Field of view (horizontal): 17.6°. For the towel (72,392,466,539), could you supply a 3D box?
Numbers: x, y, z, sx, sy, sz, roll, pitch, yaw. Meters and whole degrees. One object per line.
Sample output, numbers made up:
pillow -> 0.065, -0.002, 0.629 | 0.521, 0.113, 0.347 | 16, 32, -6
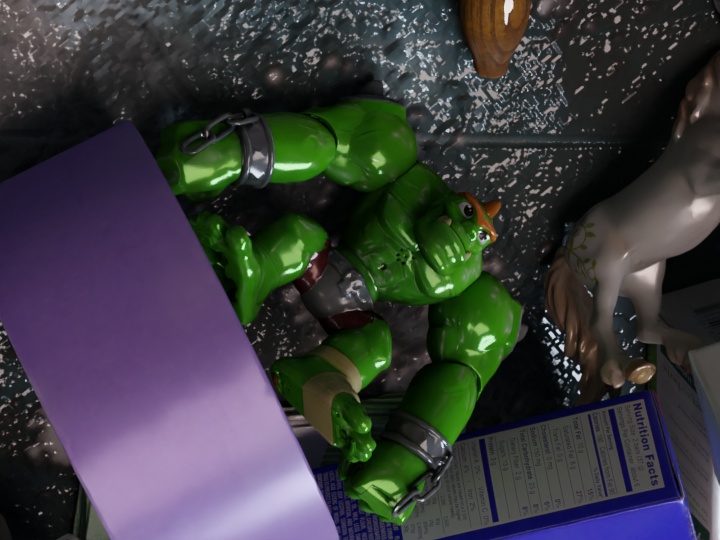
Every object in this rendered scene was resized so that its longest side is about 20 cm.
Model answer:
towel -> -0.048, 0.131, 1.175 | 0.199, 0.023, 0.153 | -4, 124, -23

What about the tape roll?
tape roll -> -0.090, 0.044, 0.982 | 0.085, 0.200, 0.200 | -28, 129, -6

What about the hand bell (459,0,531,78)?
hand bell -> 0.062, -0.163, 1.002 | 0.104, 0.104, 0.200 | -15, 140, -15

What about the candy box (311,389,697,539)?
candy box -> 0.069, 0.154, 1.143 | 0.199, 0.077, 0.169 | -13, 138, 6

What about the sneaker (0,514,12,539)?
sneaker -> -0.227, 0.105, 1.044 | 0.088, 0.081, 0.200 | -40, 137, 3

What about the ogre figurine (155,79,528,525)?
ogre figurine -> 0.000, 0.000, 1.051 | 0.120, 0.200, 0.098 | -38, 175, -24

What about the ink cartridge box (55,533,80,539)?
ink cartridge box -> -0.126, 0.235, 1.084 | 0.084, 0.146, 0.200 | -26, 151, -12

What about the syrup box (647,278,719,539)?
syrup box -> 0.205, 0.105, 1.237 | 0.081, 0.079, 0.201 | -15, 127, -15

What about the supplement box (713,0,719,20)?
supplement box -> 0.195, -0.173, 1.023 | 0.085, 0.110, 0.200 | -31, 130, -3

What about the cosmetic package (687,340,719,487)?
cosmetic package -> 0.263, 0.063, 1.087 | 0.199, 0.081, 0.113 | -17, 141, 1

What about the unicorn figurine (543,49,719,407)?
unicorn figurine -> 0.162, -0.029, 1.110 | 0.200, 0.138, 0.074 | -31, 140, 16
